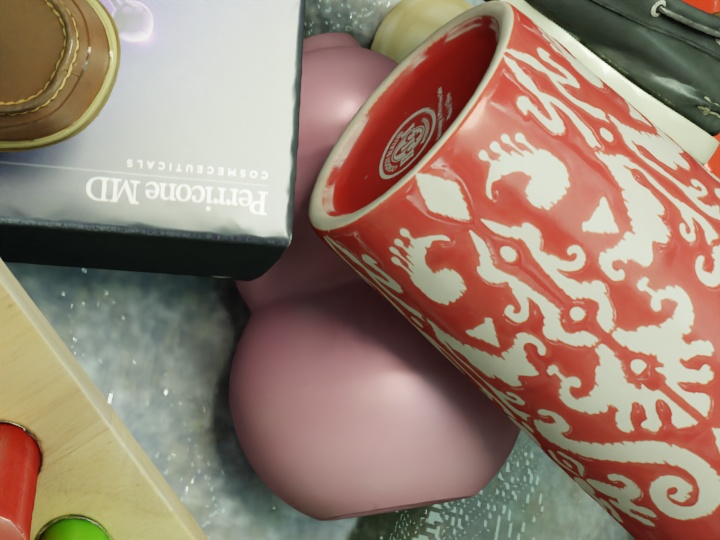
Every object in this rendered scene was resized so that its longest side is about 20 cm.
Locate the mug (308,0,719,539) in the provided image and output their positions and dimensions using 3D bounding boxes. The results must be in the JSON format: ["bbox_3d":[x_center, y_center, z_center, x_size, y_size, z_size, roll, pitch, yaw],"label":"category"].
[{"bbox_3d":[0.080,0.004,0.751,0.200,0.177,0.134,40,82,-20],"label":"mug"}]

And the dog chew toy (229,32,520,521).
[{"bbox_3d":[0.000,0.000,0.820,0.124,0.124,0.201,-3,80,-36],"label":"dog chew toy"}]

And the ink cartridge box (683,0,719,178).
[{"bbox_3d":[0.217,-0.076,1.025,0.199,0.047,0.161,13,79,-37],"label":"ink cartridge box"}]

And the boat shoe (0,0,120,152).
[{"bbox_3d":[-0.171,-0.096,0.638,0.072,0.199,0.068,-64,160,1],"label":"boat shoe"}]

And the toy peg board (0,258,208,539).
[{"bbox_3d":[-0.181,0.089,0.626,0.199,0.098,0.200,-32,109,5],"label":"toy peg board"}]

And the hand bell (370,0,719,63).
[{"bbox_3d":[0.107,-0.087,0.844,0.104,0.199,0.105,7,80,-44],"label":"hand bell"}]

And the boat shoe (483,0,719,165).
[{"bbox_3d":[0.075,-0.122,0.743,0.199,0.075,0.066,37,97,-13],"label":"boat shoe"}]

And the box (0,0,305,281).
[{"bbox_3d":[-0.097,-0.103,0.735,0.147,0.104,0.201,3,82,-11],"label":"box"}]
